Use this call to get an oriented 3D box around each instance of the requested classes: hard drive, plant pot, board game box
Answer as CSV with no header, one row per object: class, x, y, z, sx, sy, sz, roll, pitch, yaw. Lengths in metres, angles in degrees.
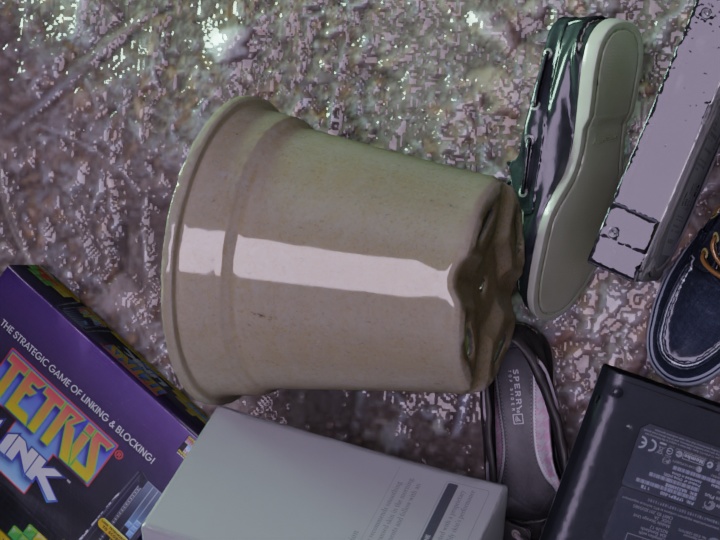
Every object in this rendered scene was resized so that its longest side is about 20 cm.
hard drive,0.204,-0.090,1.106,0.038,0.140,0.202,23,95,14
hard drive,0.187,0.177,1.142,0.138,0.033,0.202,19,95,-7
plant pot,0.000,0.000,1.125,0.182,0.200,0.203,9,92,21
board game box,-0.218,0.121,1.272,0.200,0.057,0.166,40,101,13

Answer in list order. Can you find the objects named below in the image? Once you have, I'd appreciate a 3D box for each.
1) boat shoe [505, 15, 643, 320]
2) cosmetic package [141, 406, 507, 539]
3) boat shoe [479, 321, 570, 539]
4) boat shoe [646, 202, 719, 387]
boat shoe,0.128,-0.071,1.167,0.066,0.074,0.201,24,113,41
cosmetic package,-0.023,0.219,1.135,0.198,0.123,0.201,14,130,17
boat shoe,0.109,0.135,1.175,0.066,0.057,0.202,-9,87,16
boat shoe,0.241,-0.014,1.120,0.071,0.091,0.201,34,99,13
